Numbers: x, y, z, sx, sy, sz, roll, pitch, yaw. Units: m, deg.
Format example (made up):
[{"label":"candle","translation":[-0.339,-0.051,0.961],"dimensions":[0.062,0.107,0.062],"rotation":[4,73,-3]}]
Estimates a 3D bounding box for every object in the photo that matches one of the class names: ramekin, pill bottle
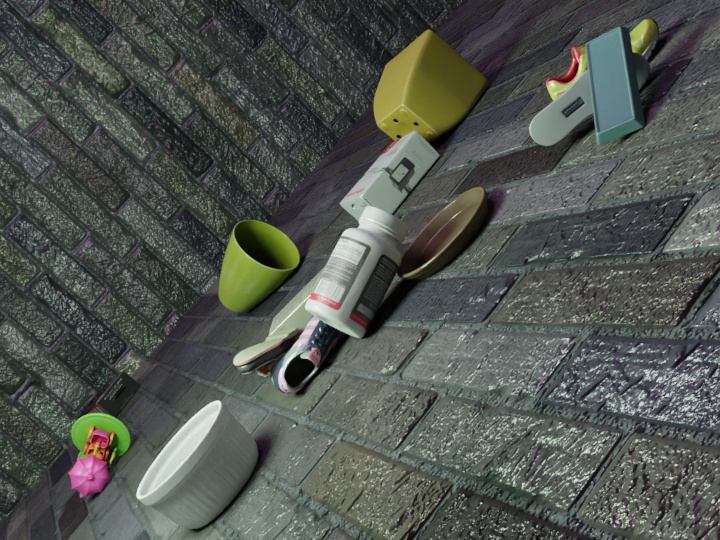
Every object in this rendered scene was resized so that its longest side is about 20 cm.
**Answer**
[{"label":"ramekin","translation":[-0.255,0.319,1.633],"dimensions":[0.200,0.105,0.200],"rotation":[-43,12,12]},{"label":"pill bottle","translation":[0.000,0.000,1.672],"dimensions":[0.201,0.110,0.111],"rotation":[-62,15,-9]}]

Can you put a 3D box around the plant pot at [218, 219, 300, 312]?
[{"label":"plant pot","translation":[-0.281,0.007,2.604],"dimensions":[0.200,0.186,0.187],"rotation":[-57,6,30]}]

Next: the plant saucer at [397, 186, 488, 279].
[{"label":"plant saucer","translation":[0.139,-0.056,1.665],"dimensions":[0.200,0.029,0.200],"rotation":[-44,13,12]}]

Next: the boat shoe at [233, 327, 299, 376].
[{"label":"boat shoe","translation":[-0.158,0.154,1.792],"dimensions":[0.071,0.063,0.200],"rotation":[-10,7,22]}]

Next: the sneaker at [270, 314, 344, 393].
[{"label":"sneaker","translation":[-0.072,0.128,1.723],"dimensions":[0.201,0.070,0.082],"rotation":[-55,18,-4]}]

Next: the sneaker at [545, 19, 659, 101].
[{"label":"sneaker","translation":[0.373,-0.325,1.575],"dimensions":[0.200,0.090,0.078],"rotation":[-43,11,12]}]

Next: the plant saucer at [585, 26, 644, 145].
[{"label":"plant saucer","translation":[0.352,-0.264,1.423],"dimensions":[0.070,0.019,0.201],"rotation":[-23,47,30]}]

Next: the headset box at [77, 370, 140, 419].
[{"label":"headset box","translation":[-0.800,0.416,3.238],"dimensions":[0.200,0.077,0.149],"rotation":[-35,17,49]}]

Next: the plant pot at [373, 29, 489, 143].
[{"label":"plant pot","translation":[0.142,-0.393,2.359],"dimensions":[0.194,0.195,0.201],"rotation":[-30,27,53]}]

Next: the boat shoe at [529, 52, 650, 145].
[{"label":"boat shoe","translation":[0.345,-0.257,1.521],"dimensions":[0.200,0.072,0.066],"rotation":[-40,-1,24]}]

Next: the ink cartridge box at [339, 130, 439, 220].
[{"label":"ink cartridge box","translation":[0.063,-0.199,2.240],"dimensions":[0.200,0.083,0.145],"rotation":[-51,13,-16]}]

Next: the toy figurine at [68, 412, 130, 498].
[{"label":"toy figurine","translation":[-0.666,0.486,2.500],"dimensions":[0.184,0.149,0.201],"rotation":[-88,20,-58]}]

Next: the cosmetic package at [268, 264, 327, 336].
[{"label":"cosmetic package","translation":[-0.078,0.063,1.917],"dimensions":[0.200,0.073,0.104],"rotation":[-43,12,14]}]
